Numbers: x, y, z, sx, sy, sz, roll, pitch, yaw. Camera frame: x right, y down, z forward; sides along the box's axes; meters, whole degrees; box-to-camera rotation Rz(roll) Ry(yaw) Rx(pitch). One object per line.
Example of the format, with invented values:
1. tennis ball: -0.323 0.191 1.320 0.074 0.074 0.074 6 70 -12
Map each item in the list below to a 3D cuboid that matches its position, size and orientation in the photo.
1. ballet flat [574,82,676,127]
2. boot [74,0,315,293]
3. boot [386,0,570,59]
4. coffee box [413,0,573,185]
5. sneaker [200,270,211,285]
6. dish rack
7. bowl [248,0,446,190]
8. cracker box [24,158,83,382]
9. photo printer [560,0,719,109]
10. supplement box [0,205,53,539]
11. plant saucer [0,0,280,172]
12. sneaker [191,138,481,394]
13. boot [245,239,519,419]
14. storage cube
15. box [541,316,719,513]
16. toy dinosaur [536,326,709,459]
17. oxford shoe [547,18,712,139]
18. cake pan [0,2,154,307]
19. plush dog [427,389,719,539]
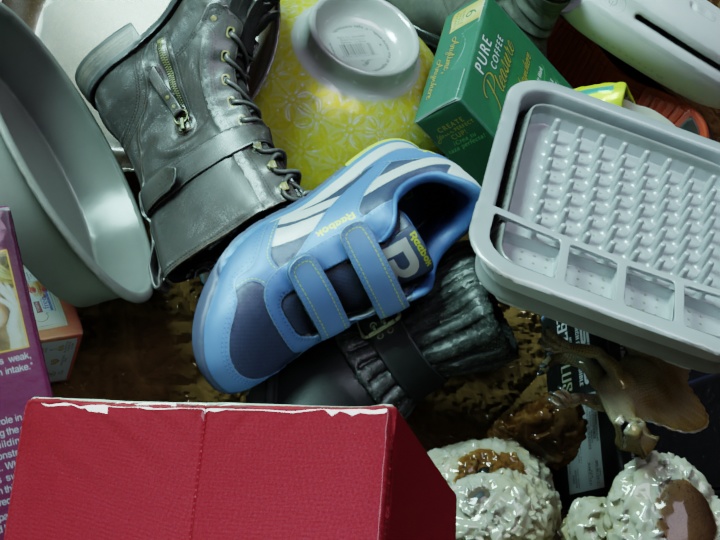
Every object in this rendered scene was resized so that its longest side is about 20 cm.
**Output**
1. ballet flat: 0.217 -0.063 1.019 0.200 0.067 0.067 42 43 -29
2. boot: -0.073 -0.099 0.879 0.174 0.200 0.069 58 12 26
3. boot: 0.089 -0.223 1.090 0.068 0.131 0.200 -19 52 -30
4. coffee box: 0.125 -0.086 1.015 0.200 0.044 0.123 42 44 -27
5. sneaker: 0.000 0.000 0.932 0.200 0.081 0.077 12 50 -15
6. dish rack: 0.149 -0.023 0.826 0.171 0.044 0.200 19 41 0
7. bowl: -0.013 -0.131 1.007 0.200 0.108 0.200 11 52 -14
8. cracker box: -0.276 0.010 0.828 0.200 0.058 0.134 -7 58 -27
9. photo printer: 0.216 -0.202 1.111 0.166 0.070 0.200 27 18 -19
10. supplement box: -0.227 0.081 0.720 0.131 0.103 0.200 -11 85 -28
11. plant saucer: -0.148 -0.159 0.967 0.200 0.032 0.201 -2 77 9
12. sneaker: -0.011 -0.004 0.809 0.200 0.074 0.082 -43 37 -23
13. boot: 0.017 0.075 0.825 0.158 0.079 0.211 -15 46 7
14. storage cube: -0.055 0.167 0.648 0.171 0.200 0.180 0 70 13
15. box: 0.209 0.053 0.932 0.164 0.086 0.200 3 75 -21
16. toy dinosaur: 0.159 0.058 0.827 0.101 0.058 0.200 31 32 18
17. oxford shoe: 0.189 -0.139 1.136 0.200 0.071 0.073 38 16 18
18. cake pan: -0.185 -0.064 0.836 0.037 0.200 0.200 -27 62 6
19. plush dog: 0.089 0.166 0.816 0.200 0.161 0.172 -32 54 -11
